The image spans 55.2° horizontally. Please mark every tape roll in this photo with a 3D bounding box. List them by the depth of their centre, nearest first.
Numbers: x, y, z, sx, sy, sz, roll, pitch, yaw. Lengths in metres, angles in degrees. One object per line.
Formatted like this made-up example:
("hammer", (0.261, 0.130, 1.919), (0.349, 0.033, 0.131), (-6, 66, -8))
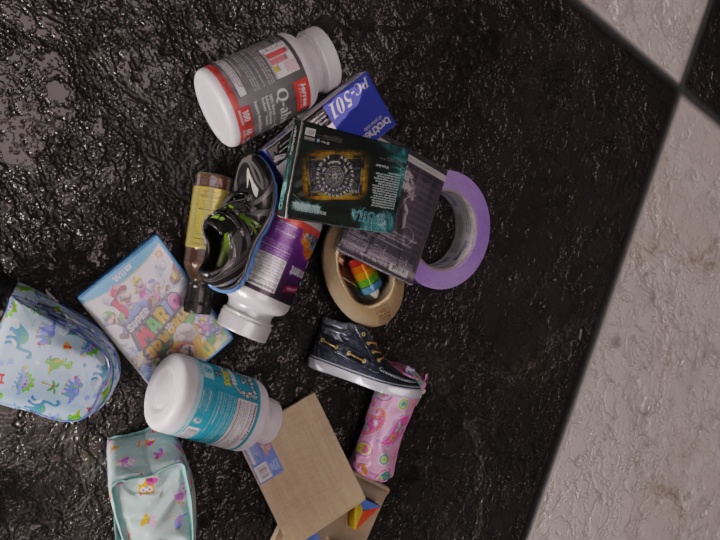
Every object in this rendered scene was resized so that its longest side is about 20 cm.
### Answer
("tape roll", (0.131, -0.073, 1.207), (0.196, 0.065, 0.206), (-5, 100, -27))

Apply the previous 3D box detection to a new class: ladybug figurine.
("ladybug figurine", (0.000, 0.000, 1.139), (0.134, 0.072, 0.204), (-27, 108, -16))

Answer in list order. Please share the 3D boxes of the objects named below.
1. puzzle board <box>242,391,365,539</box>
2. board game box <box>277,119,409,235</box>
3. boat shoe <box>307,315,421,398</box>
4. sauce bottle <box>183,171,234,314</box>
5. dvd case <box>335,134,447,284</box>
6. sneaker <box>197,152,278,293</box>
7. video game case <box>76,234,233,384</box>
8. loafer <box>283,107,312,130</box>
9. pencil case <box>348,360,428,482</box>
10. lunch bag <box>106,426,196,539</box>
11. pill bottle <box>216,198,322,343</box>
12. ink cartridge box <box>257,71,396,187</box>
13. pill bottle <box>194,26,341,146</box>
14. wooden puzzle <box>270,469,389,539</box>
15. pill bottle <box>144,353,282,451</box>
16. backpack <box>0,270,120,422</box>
("puzzle board", (-0.097, 0.328, 1.140), (0.148, 0.017, 0.203), (-27, 93, -17))
("board game box", (-0.022, -0.132, 1.013), (0.196, 0.028, 0.139), (7, 99, -36))
("boat shoe", (0.015, 0.143, 1.132), (0.196, 0.071, 0.093), (17, 87, 5))
("sauce bottle", (-0.227, -0.039, 1.014), (0.063, 0.064, 0.206), (9, 90, -28))
("dvd case", (0.053, -0.099, 1.108), (0.146, 0.016, 0.204), (24, 79, -26))
("sneaker", (-0.174, -0.070, 0.967), (0.082, 0.069, 0.204), (30, 75, -57))
("video game case", (-0.299, 0.071, 1.022), (0.143, 0.018, 0.202), (-40, 113, -17))
("loafer", (-0.049, -0.163, 1.101), (0.069, 0.070, 0.201), (-38, 111, -4))
("pencil case", (0.049, 0.260, 1.198), (0.086, 0.087, 0.204), (24, 86, -28))
("lunch bag", (-0.292, 0.345, 0.979), (0.119, 0.170, 0.205), (-12, 105, -20))
("pill bottle", (-0.142, 0.000, 1.043), (0.110, 0.111, 0.204), (24, 86, -28))
("ink cartridge box", (-0.048, -0.200, 1.033), (0.199, 0.044, 0.095), (-41, 113, -14))
("pill bottle", (-0.132, -0.274, 1.008), (0.198, 0.115, 0.118), (-32, 110, -20))
("wooden puzzle", (-0.052, 0.442, 1.191), (0.184, 0.046, 0.203), (32, 82, -28))
("pill bottle", (-0.212, 0.203, 1.026), (0.198, 0.110, 0.113), (28, 84, -40))
("backpack", (-0.418, 0.118, 0.908), (0.199, 0.152, 0.166), (37, 73, -40))
